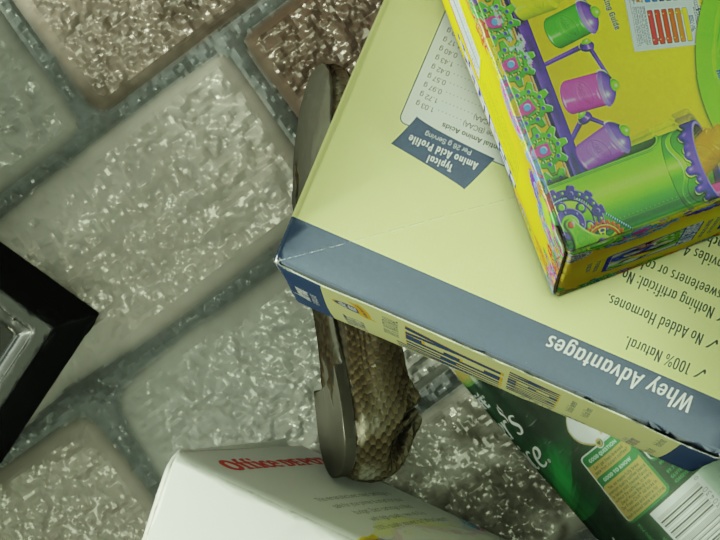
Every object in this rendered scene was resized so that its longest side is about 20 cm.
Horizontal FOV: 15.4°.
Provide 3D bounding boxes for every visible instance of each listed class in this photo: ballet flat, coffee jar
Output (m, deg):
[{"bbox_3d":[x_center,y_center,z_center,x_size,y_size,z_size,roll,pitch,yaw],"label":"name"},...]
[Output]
[{"bbox_3d":[0.000,0.000,1.249,0.046,0.067,0.202,-1,73,-16],"label":"ballet flat"},{"bbox_3d":[0.108,0.058,1.229,0.085,0.104,0.200,-41,87,6],"label":"coffee jar"}]

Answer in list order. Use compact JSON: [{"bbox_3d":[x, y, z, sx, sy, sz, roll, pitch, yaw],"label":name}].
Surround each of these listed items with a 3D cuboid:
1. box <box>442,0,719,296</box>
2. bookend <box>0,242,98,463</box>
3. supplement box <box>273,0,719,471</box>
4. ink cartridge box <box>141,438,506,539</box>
[{"bbox_3d":[0.127,-0.122,0.995,0.191,0.122,0.201,-20,82,-1],"label":"box"},{"bbox_3d":[-0.267,0.047,1.283,0.199,0.092,0.199,36,97,5],"label":"bookend"},{"bbox_3d":[0.093,-0.047,1.116,0.199,0.134,0.201,23,85,5],"label":"supplement box"},{"bbox_3d":[0.012,0.153,1.203,0.199,0.144,0.085,24,97,22],"label":"ink cartridge box"}]
